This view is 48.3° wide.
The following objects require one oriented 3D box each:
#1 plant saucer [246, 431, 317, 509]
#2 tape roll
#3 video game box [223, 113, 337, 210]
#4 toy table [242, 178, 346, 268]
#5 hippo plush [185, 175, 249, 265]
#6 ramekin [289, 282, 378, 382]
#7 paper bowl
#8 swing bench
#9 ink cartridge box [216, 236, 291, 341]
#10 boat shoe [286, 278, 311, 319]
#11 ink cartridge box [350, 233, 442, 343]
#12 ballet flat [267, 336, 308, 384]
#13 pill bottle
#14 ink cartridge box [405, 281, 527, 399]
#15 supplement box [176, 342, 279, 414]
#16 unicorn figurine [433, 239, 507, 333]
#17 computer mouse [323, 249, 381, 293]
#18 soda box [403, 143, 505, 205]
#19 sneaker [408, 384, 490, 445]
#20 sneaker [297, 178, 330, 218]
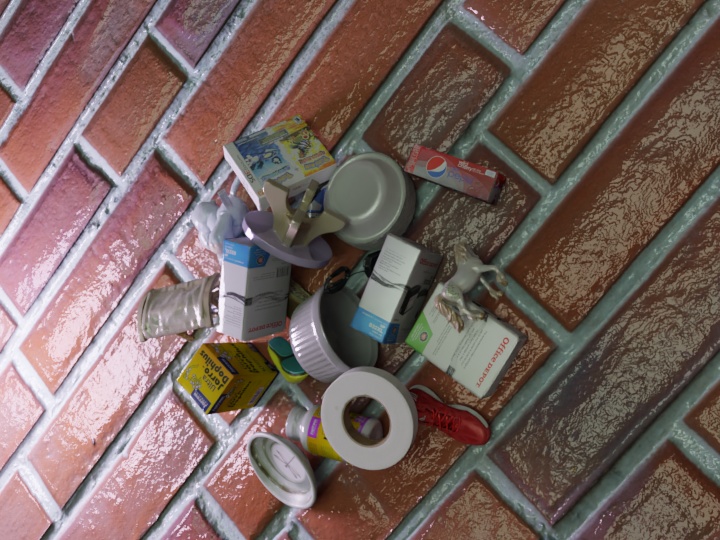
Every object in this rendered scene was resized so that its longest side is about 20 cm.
[{"bbox_3d":[-0.161,0.425,1.754,0.198,0.050,0.203,24,133,29],"label":"plant saucer"},{"bbox_3d":[0.016,0.292,1.587,0.199,0.037,0.207,5,103,22],"label":"tape roll"},{"bbox_3d":[-0.177,-0.241,1.767,0.197,0.047,0.183,-26,61,-18],"label":"video game box"},{"bbox_3d":[-0.134,-0.100,1.654,0.197,0.185,0.118,19,124,-15],"label":"toy table"},{"bbox_3d":[-0.329,-0.096,1.831,0.158,0.160,0.202,3,129,35],"label":"hippo plush"},{"bbox_3d":[-0.062,0.137,1.684,0.104,0.199,0.204,-26,76,28],"label":"ramekin"},{"bbox_3d":[0.011,-0.152,1.705,0.197,0.104,0.205,-7,74,25],"label":"paper bowl"},{"bbox_3d":[-0.372,0.083,1.822,0.195,0.199,0.133,-12,81,22],"label":"swing bench"},{"bbox_3d":[-0.225,0.034,1.721,0.082,0.144,0.204,14,104,32],"label":"ink cartridge box"},{"bbox_3d":[-0.168,0.051,1.816,0.199,0.062,0.074,42,128,24],"label":"boat shoe"},{"bbox_3d":[0.076,0.040,1.645,0.083,0.145,0.203,25,96,24],"label":"ink cartridge box"},{"bbox_3d":[-0.150,0.208,1.747,0.200,0.066,0.068,-145,42,-60],"label":"ballet flat"},{"bbox_3d":[-0.058,0.347,1.712,0.196,0.104,0.107,9,90,24],"label":"pill bottle"},{"bbox_3d":[0.212,0.140,1.617,0.199,0.084,0.147,35,100,23],"label":"ink cartridge box"},{"bbox_3d":[-0.288,0.234,1.772,0.109,0.199,0.110,41,102,20],"label":"supplement box"},{"bbox_3d":[0.214,0.018,1.569,0.136,0.200,0.075,35,143,18],"label":"unicorn figurine"},{"bbox_3d":[0.000,0.000,1.684,0.034,0.197,0.060,20,123,50],"label":"computer mouse"},{"bbox_3d":[0.194,-0.199,1.659,0.197,0.070,0.065,24,96,23],"label":"soda box"},{"bbox_3d":[0.156,0.304,1.608,0.197,0.115,0.080,21,105,28],"label":"sneaker"},{"bbox_3d":[-0.108,-0.117,1.799,0.076,0.076,0.202,33,98,-4],"label":"sneaker"}]
